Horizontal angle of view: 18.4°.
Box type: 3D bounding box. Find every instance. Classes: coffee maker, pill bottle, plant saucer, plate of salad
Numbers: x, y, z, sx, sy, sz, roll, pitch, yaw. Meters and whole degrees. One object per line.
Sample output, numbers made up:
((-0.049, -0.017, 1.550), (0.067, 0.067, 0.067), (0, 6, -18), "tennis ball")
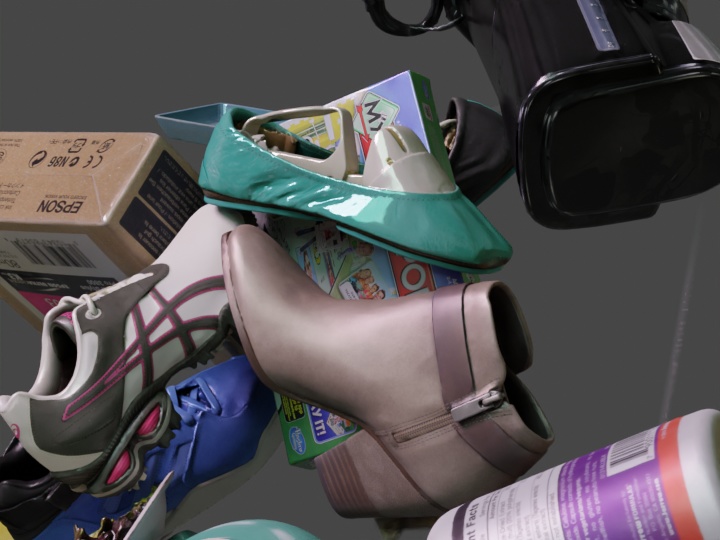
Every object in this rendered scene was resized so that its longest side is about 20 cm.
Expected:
((0.116, -0.122, 1.319), (0.192, 0.135, 0.200), (-26, 39, 12), "coffee maker")
((0.099, 0.151, 1.061), (0.200, 0.111, 0.111), (-24, 38, 20), "pill bottle")
((-0.042, -0.088, 1.476), (0.200, 0.019, 0.070), (11, 18, 39), "plant saucer")
((-0.165, 0.190, 1.226), (0.200, 0.048, 0.200), (-57, 0, 0), "plate of salad")

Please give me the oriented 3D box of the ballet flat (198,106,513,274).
((-0.004, -0.053, 1.246), (0.200, 0.070, 0.067), (16, 16, 28), "ballet flat")

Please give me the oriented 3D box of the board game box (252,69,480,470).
((0.000, 0.000, 1.296), (0.134, 0.029, 0.200), (-22, 72, 24), "board game box")

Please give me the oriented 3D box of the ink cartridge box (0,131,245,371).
((-0.162, -0.012, 1.420), (0.200, 0.165, 0.075), (3, 55, 44), "ink cartridge box")

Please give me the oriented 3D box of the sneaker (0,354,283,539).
((-0.133, 0.095, 1.326), (0.200, 0.111, 0.077), (-38, 36, 1), "sneaker")

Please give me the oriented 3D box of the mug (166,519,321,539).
((-0.071, 0.203, 1.151), (0.185, 0.114, 0.152), (2, 53, 42), "mug")

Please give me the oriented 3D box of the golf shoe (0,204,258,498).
((-0.125, 0.030, 1.263), (0.077, 0.088, 0.200), (-14, 42, 53), "golf shoe")

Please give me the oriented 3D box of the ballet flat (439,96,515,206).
((0.017, -0.027, 1.359), (0.200, 0.068, 0.068), (-49, 13, -16), "ballet flat")

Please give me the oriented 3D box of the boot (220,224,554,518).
((0.019, 0.041, 1.213), (0.146, 0.200, 0.070), (-28, -5, 32), "boot")
